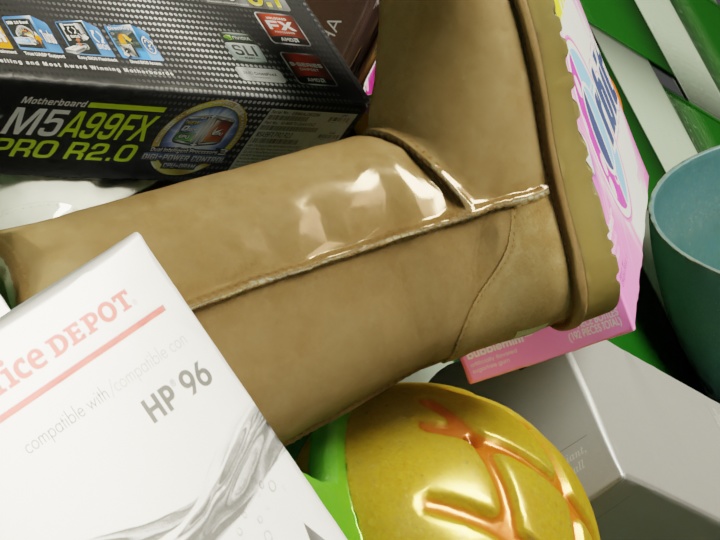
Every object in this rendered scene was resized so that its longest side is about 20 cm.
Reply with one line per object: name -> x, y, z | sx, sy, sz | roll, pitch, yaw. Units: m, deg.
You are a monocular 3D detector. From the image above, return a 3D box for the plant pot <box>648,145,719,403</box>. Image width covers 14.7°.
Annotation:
plant pot -> 0.257, 0.025, 1.539 | 0.200, 0.199, 0.135 | -81, 170, -62

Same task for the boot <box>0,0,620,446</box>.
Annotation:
boot -> -0.027, -0.030, 0.885 | 0.066, 0.199, 0.176 | -18, -89, 69

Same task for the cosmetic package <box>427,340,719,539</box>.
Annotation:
cosmetic package -> 0.097, 0.098, 1.133 | 0.200, 0.107, 0.090 | 23, 37, -53

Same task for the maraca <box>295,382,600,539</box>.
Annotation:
maraca -> 0.020, 0.104, 0.944 | 0.137, 0.107, 0.200 | 58, 20, 2

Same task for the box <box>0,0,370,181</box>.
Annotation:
box -> -0.112, -0.102, 0.939 | 0.200, 0.044, 0.160 | 2, 47, -44

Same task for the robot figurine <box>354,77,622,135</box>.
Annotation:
robot figurine -> 0.046, -0.093, 1.288 | 0.116, 0.144, 0.200 | -2, 56, -54

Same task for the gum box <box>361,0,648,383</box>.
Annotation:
gum box -> 0.058, -0.047, 1.058 | 0.200, 0.066, 0.114 | -70, 139, -70

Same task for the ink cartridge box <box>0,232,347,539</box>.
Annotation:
ink cartridge box -> -0.080, 0.072, 0.770 | 0.200, 0.068, 0.116 | 55, 42, -1

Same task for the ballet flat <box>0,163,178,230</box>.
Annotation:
ballet flat -> -0.090, -0.034, 0.979 | 0.070, 0.069, 0.200 | 58, 23, 5

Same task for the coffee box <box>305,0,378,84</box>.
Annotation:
coffee box -> -0.024, -0.122, 1.139 | 0.080, 0.113, 0.200 | 26, 17, 1
